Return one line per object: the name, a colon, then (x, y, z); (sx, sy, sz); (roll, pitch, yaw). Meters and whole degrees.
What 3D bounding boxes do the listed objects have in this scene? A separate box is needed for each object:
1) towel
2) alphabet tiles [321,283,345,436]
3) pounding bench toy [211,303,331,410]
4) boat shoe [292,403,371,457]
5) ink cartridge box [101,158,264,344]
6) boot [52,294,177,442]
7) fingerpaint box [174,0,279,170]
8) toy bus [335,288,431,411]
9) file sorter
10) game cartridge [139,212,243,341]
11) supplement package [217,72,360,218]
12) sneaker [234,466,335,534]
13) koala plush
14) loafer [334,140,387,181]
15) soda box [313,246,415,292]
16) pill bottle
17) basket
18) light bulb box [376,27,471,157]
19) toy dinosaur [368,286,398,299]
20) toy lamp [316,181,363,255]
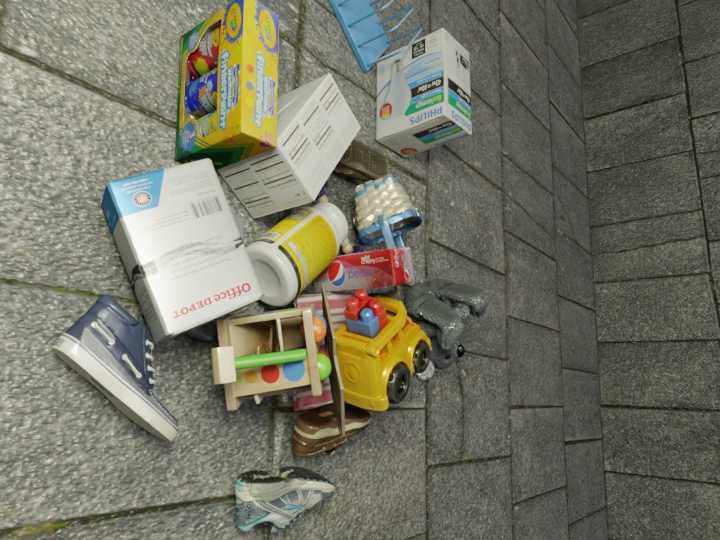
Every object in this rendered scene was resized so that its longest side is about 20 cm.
towel: (-0.071, 0.144, 1.029); (0.144, 0.029, 0.208); (0, 91, -51)
alphabet tiles: (-0.044, 0.149, 0.888); (0.202, 0.007, 0.171); (-108, -165, -53)
pounding bench toy: (-0.120, 0.123, 0.806); (0.200, 0.151, 0.129); (151, -69, -87)
boat shoe: (-0.056, 0.294, 1.018); (0.200, 0.073, 0.077); (10, 100, -53)
ink cartridge box: (-0.238, -0.026, 0.750); (0.143, 0.083, 0.205); (-22, 89, -36)
boot: (-0.288, 0.129, 0.723); (0.202, 0.071, 0.091); (56, 51, -29)
fingerpaint box: (-0.201, -0.271, 0.832); (0.072, 0.163, 0.207); (10, 77, -50)
toy bus: (0.033, 0.115, 1.011); (0.199, 0.133, 0.198); (-38, 126, -44)
file sorter: (0.033, -0.579, 1.227); (0.203, 0.120, 0.140); (58, 43, -27)
game cartridge: (-0.242, -0.007, 0.840); (0.132, 0.040, 0.206); (32, 60, -42)
supplement package: (-0.117, -0.207, 0.939); (0.112, 0.152, 0.203); (54, 46, -30)
sneaker: (-0.126, 0.374, 0.912); (0.197, 0.076, 0.089); (16, 83, -43)
koala plush: (0.186, 0.142, 1.305); (0.176, 0.180, 0.205); (-36, 133, -39)
loafer: (-0.035, -0.228, 1.127); (0.197, 0.067, 0.078); (27, 59, -30)
soda box: (0.000, 0.000, 1.021); (0.069, 0.196, 0.066); (-8, 91, -50)
pill bottle: (-0.105, -0.037, 0.961); (0.200, 0.110, 0.115); (-45, 118, -45)
basket: (0.064, -0.079, 1.150); (0.176, 0.136, 0.205); (30, 37, -76)
light bulb box: (0.142, -0.397, 1.277); (0.123, 0.194, 0.207); (13, 72, -47)
toy dinosaur: (0.045, 0.083, 1.195); (0.198, 0.046, 0.091); (-16, 90, -56)
toy lamp: (-0.043, -0.078, 1.096); (0.058, 0.057, 0.204); (-51, 124, -43)
